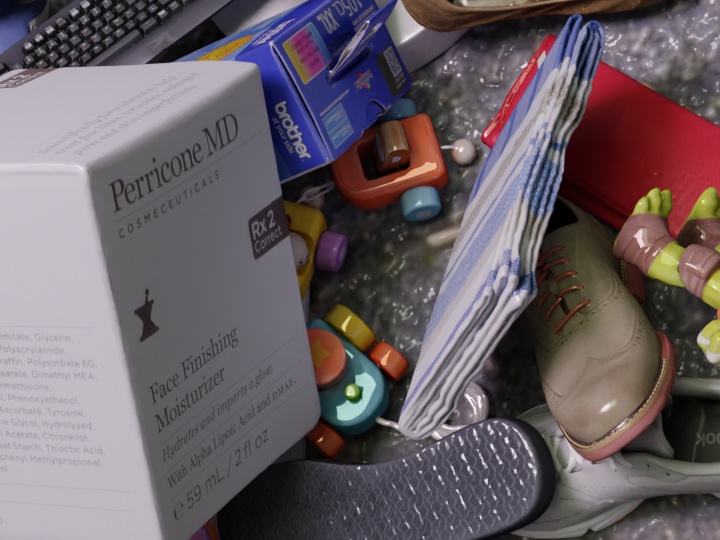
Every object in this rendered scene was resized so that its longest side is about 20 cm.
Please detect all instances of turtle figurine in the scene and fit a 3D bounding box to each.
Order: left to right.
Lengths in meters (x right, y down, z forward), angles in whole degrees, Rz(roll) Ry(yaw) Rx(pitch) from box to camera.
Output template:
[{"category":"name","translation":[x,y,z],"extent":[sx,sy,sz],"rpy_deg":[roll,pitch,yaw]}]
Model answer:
[{"category":"turtle figurine","translation":[0.212,0.019,1.014],"extent":[0.161,0.199,0.065],"rpy_deg":[40,131,38]}]

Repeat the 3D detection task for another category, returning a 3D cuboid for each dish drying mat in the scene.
[{"category":"dish drying mat","translation":[0.160,-0.054,1.123],"extent":[0.200,0.018,0.077],"rpy_deg":[34,87,29]}]

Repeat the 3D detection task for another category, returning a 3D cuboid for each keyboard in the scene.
[{"category":"keyboard","translation":[-0.146,-0.165,1.223],"extent":[0.200,0.021,0.127],"rpy_deg":[-37,49,-9]}]

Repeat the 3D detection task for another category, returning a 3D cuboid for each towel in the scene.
[{"category":"towel","translation":[0.073,-0.022,1.054],"extent":[0.024,0.147,0.201],"rpy_deg":[24,49,-6]}]

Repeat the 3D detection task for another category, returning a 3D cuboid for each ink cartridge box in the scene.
[{"category":"ink cartridge box","translation":[-0.061,-0.090,1.142],"extent":[0.199,0.136,0.077],"rpy_deg":[-19,104,27]}]

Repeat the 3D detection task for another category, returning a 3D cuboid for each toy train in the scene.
[{"category":"toy train","translation":[0.000,0.000,1.139],"extent":[0.149,0.056,0.201],"rpy_deg":[-12,69,5]}]

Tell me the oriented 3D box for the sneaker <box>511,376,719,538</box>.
[{"category":"sneaker","translation":[0.134,0.085,1.045],"extent":[0.199,0.092,0.076],"rpy_deg":[-13,68,20]}]

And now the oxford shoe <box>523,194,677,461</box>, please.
[{"category":"oxford shoe","translation":[0.104,0.024,1.030],"extent":[0.070,0.075,0.200],"rpy_deg":[-38,21,13]}]

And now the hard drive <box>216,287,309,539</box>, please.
[{"category":"hard drive","translation":[-0.094,0.105,1.175],"extent":[0.131,0.026,0.201],"rpy_deg":[-7,70,21]}]

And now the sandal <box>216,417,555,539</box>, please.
[{"category":"sandal","translation":[0.014,0.129,1.081],"extent":[0.199,0.043,0.077],"rpy_deg":[-14,79,28]}]

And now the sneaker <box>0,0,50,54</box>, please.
[{"category":"sneaker","translation":[-0.207,-0.087,1.276],"extent":[0.088,0.075,0.201],"rpy_deg":[9,74,3]}]

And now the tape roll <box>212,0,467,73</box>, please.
[{"category":"tape roll","translation":[-0.005,-0.205,1.236],"extent":[0.202,0.037,0.204],"rpy_deg":[-7,70,21]}]

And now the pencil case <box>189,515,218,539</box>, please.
[{"category":"pencil case","translation":[-0.097,0.207,1.086],"extent":[0.087,0.087,0.201],"rpy_deg":[-18,83,17]}]

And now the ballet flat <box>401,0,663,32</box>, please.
[{"category":"ballet flat","translation":[0.116,-0.175,1.131],"extent":[0.199,0.072,0.068],"rpy_deg":[-8,87,6]}]

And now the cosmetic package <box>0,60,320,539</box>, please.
[{"category":"cosmetic package","translation":[-0.140,0.014,1.036],"extent":[0.164,0.165,0.201],"rpy_deg":[2,113,28]}]
